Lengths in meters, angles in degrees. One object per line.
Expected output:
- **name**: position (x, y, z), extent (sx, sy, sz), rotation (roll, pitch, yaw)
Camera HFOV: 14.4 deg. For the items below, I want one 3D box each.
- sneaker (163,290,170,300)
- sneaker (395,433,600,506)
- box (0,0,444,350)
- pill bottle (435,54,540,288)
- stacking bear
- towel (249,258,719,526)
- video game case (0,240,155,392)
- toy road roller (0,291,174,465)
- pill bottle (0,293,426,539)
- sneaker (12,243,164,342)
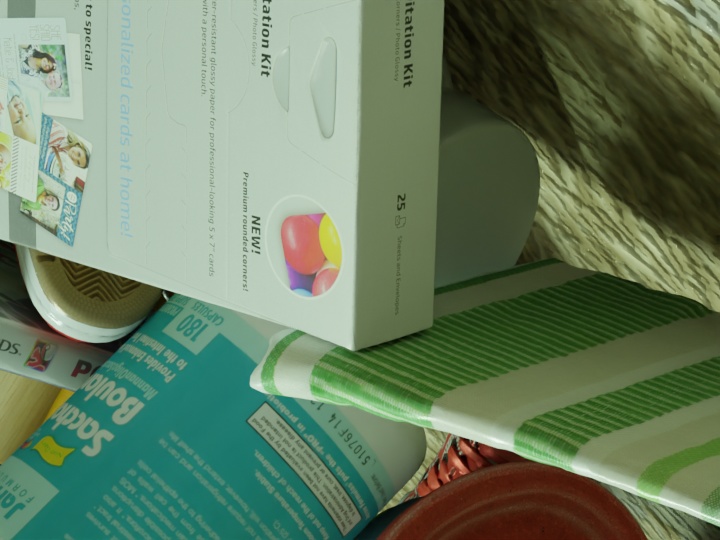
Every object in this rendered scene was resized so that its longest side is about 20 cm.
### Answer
- **sneaker**: position (-0.054, -0.002, 1.211), extent (0.075, 0.082, 0.200), rotation (30, 163, 42)
- **sneaker**: position (0.052, 0.091, 1.149), extent (0.067, 0.108, 0.201), rotation (40, 165, 11)
- **box**: position (-0.061, -0.074, 0.876), extent (0.200, 0.041, 0.156), rotation (15, 111, 41)
- **pill bottle**: position (-0.039, -0.055, 0.965), extent (0.200, 0.111, 0.111), rotation (33, 163, 34)
- **stacking bear**: position (0.019, 0.147, 1.083), extent (0.121, 0.114, 0.200), rotation (48, 147, -7)
- **towel**: position (0.086, 0.038, 0.835), extent (0.200, 0.152, 0.023), rotation (17, 110, 38)
- **video game case**: position (-0.155, -0.004, 1.126), extent (0.182, 0.023, 0.200), rotation (21, -168, -47)
- **toy road roller**: position (-0.110, 0.077, 1.227), extent (0.200, 0.123, 0.146), rotation (34, -168, 16)
- **pill bottle**: position (-0.079, 0.097, 1.026), extent (0.111, 0.200, 0.111), rotation (42, 167, 12)
- **sneaker**: position (-0.126, -0.030, 1.104), extent (0.071, 0.112, 0.200), rotation (18, -137, -28)
